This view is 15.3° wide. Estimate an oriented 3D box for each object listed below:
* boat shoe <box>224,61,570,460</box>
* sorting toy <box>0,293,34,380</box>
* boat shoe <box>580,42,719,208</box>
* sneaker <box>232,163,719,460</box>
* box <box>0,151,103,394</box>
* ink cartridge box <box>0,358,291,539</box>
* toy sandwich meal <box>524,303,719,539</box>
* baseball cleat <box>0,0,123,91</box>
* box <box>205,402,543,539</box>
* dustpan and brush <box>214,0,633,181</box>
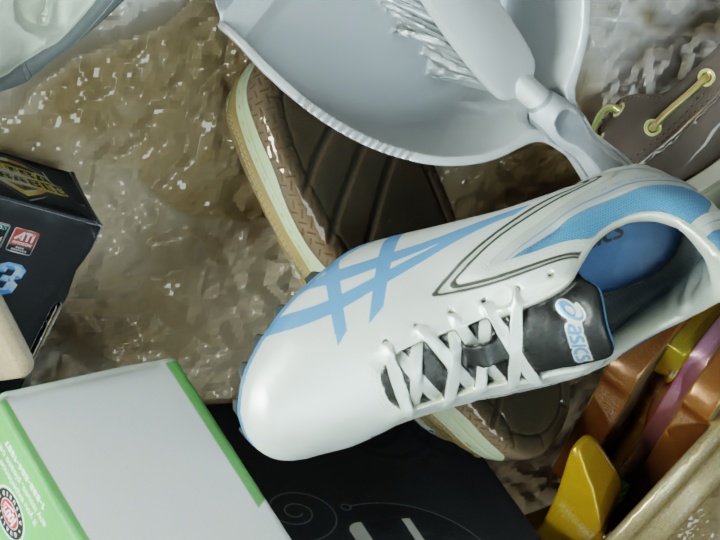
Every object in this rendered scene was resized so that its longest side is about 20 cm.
[{"bbox_3d":[0.000,0.000,1.064,0.072,0.076,0.200,-47,115,-32],"label":"boat shoe"},{"bbox_3d":[-0.229,0.015,0.905,0.199,0.037,0.185,-25,139,-4],"label":"sorting toy"},{"bbox_3d":[0.132,-0.051,1.105,0.200,0.060,0.072,-38,163,3],"label":"boat shoe"},{"bbox_3d":[0.047,0.018,0.997,0.199,0.072,0.072,-23,116,-9],"label":"sneaker"},{"bbox_3d":[-0.224,0.031,0.982,0.199,0.050,0.199,15,112,-34],"label":"box"},{"bbox_3d":[-0.098,0.157,1.033,0.084,0.145,0.200,-12,143,-34],"label":"ink cartridge box"},{"bbox_3d":[0.122,0.067,1.142,0.205,0.070,0.205,-47,174,-6],"label":"toy sandwich meal"},{"bbox_3d":[-0.079,-0.120,0.944,0.200,0.070,0.106,-33,167,21],"label":"baseball cleat"},{"bbox_3d":[0.007,0.146,1.078,0.122,0.200,0.106,-2,121,-27],"label":"box"},{"bbox_3d":[0.053,-0.078,1.020,0.140,0.057,0.200,-51,129,-11],"label":"dustpan and brush"}]
